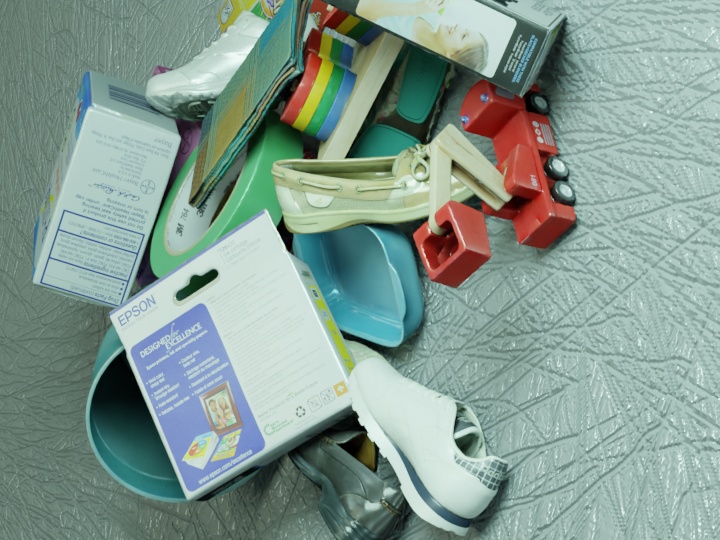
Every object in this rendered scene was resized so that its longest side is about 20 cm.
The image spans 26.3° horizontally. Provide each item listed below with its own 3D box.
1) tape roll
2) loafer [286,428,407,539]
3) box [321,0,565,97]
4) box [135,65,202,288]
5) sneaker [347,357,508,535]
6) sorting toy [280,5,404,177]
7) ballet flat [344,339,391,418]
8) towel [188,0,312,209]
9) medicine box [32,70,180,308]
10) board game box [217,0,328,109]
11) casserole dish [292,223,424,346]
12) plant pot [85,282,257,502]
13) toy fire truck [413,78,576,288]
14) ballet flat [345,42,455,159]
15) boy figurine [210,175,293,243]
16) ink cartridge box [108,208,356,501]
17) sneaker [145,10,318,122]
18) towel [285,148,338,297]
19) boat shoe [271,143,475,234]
[{"bbox_3d":[-0.135,-0.070,1.529,0.200,0.048,0.202,-42,32,33],"label":"tape roll"},{"bbox_3d":[-0.013,0.177,1.416,0.072,0.073,0.200,-47,43,9],"label":"loafer"},{"bbox_3d":[0.063,-0.217,1.256,0.061,0.199,0.117,-65,-7,19],"label":"box"},{"bbox_3d":[-0.203,-0.101,1.766,0.176,0.096,0.201,53,125,50],"label":"box"},{"bbox_3d":[0.058,0.132,1.311,0.081,0.076,0.200,-56,44,18],"label":"sneaker"},{"bbox_3d":[-0.009,-0.218,1.439,0.201,0.069,0.199,-61,11,24],"label":"sorting toy"},{"bbox_3d":[-0.039,0.089,1.456,0.199,0.062,0.068,26,104,50],"label":"ballet flat"},{"bbox_3d":[-0.105,-0.168,1.474,0.200,0.022,0.147,-50,23,35],"label":"towel"},{"bbox_3d":[-0.274,-0.088,1.645,0.182,0.102,0.202,-121,50,-69],"label":"medicine box"},{"bbox_3d":[-0.084,-0.302,1.689,0.201,0.040,0.154,-54,39,35],"label":"board game box"},{"bbox_3d":[0.000,0.000,1.428,0.199,0.039,0.122,16,122,58],"label":"casserole dish"},{"bbox_3d":[-0.187,0.107,1.606,0.188,0.198,0.202,-114,44,-65],"label":"plant pot"},{"bbox_3d":[0.100,-0.077,1.228,0.049,0.140,0.202,-44,46,42],"label":"toy fire truck"},{"bbox_3d":[0.038,-0.144,1.436,0.201,0.075,0.064,-60,5,21],"label":"ballet flat"},{"bbox_3d":[-0.130,-0.046,1.621,0.199,0.064,0.126,-20,64,49],"label":"boy figurine"},{"bbox_3d":[-0.114,0.080,1.429,0.197,0.047,0.201,-31,71,18],"label":"ink cartridge box"},{"bbox_3d":[-0.130,-0.218,1.608,0.078,0.198,0.100,87,171,-73],"label":"sneaker"},{"bbox_3d":[-0.061,-0.045,1.593,0.200,0.022,0.146,41,116,54],"label":"towel"},{"bbox_3d":[0.018,-0.081,1.350,0.199,0.073,0.064,-8,113,24],"label":"boat shoe"}]
